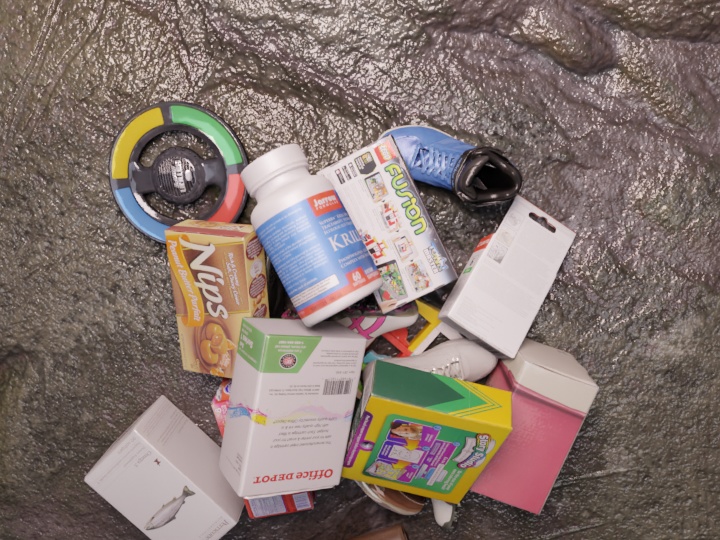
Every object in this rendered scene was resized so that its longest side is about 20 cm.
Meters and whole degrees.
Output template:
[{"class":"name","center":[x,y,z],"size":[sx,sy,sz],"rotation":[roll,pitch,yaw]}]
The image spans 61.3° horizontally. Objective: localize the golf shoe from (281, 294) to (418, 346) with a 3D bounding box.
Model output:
[{"class":"golf shoe","center":[-0.010,0.083,0.869],"size":[0.198,0.073,0.093],"rotation":[-10,109,16]}]

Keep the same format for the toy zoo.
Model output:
[{"class":"toy zoo","center":[0.072,0.124,0.898],"size":[0.131,0.020,0.200],"rotation":[39,101,-6]}]

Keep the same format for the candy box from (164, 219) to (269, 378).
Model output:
[{"class":"candy box","center":[-0.182,0.040,0.797],"size":[0.114,0.055,0.202],"rotation":[6,111,18]}]

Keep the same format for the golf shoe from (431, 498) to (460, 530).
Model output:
[{"class":"golf shoe","center":[0.106,0.290,0.908],"size":[0.087,0.077,0.202],"rotation":[-4,100,6]}]

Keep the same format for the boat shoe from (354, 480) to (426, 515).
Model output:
[{"class":"boat shoe","center":[0.025,0.289,0.912],"size":[0.200,0.076,0.072],"rotation":[38,99,-8]}]

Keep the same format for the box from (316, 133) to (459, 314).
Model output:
[{"class":"box","center":[0.035,-0.058,0.781],"size":[0.109,0.035,0.201],"rotation":[-25,91,11]}]

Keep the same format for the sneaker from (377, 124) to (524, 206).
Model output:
[{"class":"sneaker","center":[0.116,-0.139,0.791],"size":[0.198,0.111,0.077],"rotation":[19,103,-2]}]

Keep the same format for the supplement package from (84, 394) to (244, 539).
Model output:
[{"class":"supplement package","center":[-0.278,0.311,0.906],"size":[0.117,0.117,0.200],"rotation":[-44,98,10]}]

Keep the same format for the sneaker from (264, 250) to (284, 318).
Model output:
[{"class":"sneaker","center":[-0.170,0.039,0.867],"size":[0.113,0.076,0.201],"rotation":[19,120,20]}]

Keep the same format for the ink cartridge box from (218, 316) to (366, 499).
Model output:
[{"class":"ink cartridge box","center":[-0.087,0.169,0.770],"size":[0.144,0.084,0.202],"rotation":[6,98,-34]}]

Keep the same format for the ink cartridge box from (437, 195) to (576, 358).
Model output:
[{"class":"ink cartridge box","center":[0.204,0.008,0.842],"size":[0.109,0.050,0.201],"rotation":[32,78,-5]}]

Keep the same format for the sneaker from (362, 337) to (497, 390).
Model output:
[{"class":"sneaker","center":[0.100,0.152,0.835],"size":[0.198,0.116,0.074],"rotation":[-14,100,4]}]

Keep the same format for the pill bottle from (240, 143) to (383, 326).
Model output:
[{"class":"pill bottle","center":[-0.064,-0.044,0.736],"size":[0.112,0.112,0.201],"rotation":[-29,89,8]}]

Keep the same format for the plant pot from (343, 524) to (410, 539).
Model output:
[{"class":"plant pot","center":[-0.003,0.486,0.906],"size":[0.197,0.200,0.202],"rotation":[-22,101,-1]}]

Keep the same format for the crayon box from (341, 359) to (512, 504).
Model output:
[{"class":"crayon box","center":[0.076,0.211,0.775],"size":[0.171,0.059,0.201],"rotation":[13,134,-4]}]

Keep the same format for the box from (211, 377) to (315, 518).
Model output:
[{"class":"box","center":[-0.133,0.246,0.887],"size":[0.099,0.096,0.202],"rotation":[-12,109,5]}]

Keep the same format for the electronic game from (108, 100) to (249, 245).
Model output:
[{"class":"electronic game","center":[-0.251,-0.131,0.843],"size":[0.198,0.042,0.202],"rotation":[0,102,2]}]

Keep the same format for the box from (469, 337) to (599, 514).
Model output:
[{"class":"box","center":[0.229,0.210,0.856],"size":[0.108,0.128,0.201],"rotation":[19,102,-1]}]

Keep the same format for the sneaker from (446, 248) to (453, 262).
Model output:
[{"class":"sneaker","center":[0.023,-0.045,0.840],"size":[0.200,0.073,0.112],"rotation":[42,102,2]}]
